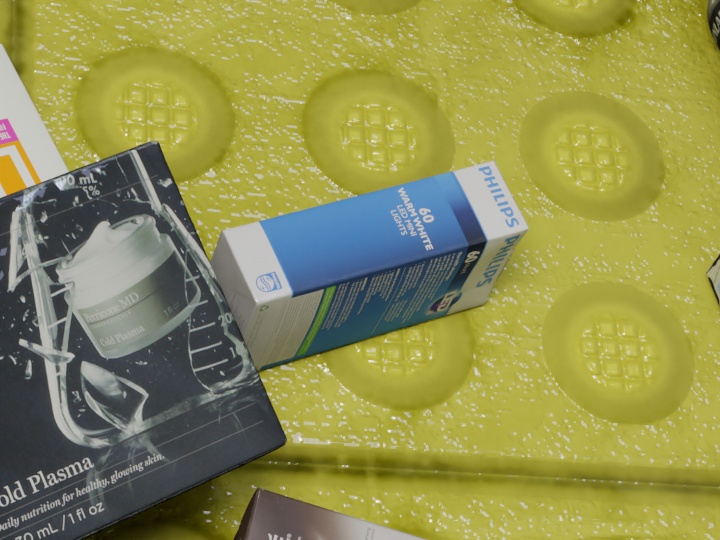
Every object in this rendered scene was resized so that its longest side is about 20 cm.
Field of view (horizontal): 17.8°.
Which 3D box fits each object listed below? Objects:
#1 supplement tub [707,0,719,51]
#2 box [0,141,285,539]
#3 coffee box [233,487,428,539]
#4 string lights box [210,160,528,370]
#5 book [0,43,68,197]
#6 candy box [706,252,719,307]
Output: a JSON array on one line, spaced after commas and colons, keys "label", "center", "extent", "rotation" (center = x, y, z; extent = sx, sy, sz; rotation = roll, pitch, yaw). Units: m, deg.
[{"label": "supplement tub", "center": [0.331, -0.160, 1.679], "extent": [0.122, 0.123, 0.201], "rotation": [-10, 63, -22]}, {"label": "box", "center": [-0.183, 0.058, 1.348], "extent": [0.199, 0.124, 0.197], "rotation": [-24, 88, -27]}, {"label": "coffee box", "center": [0.011, 0.221, 1.375], "extent": [0.199, 0.080, 0.113], "rotation": [17, 58, -6]}, {"label": "string lights box", "center": [0.000, 0.000, 1.492], "extent": [0.199, 0.103, 0.059], "rotation": [-16, 65, -25]}, {"label": "book", "center": [-0.254, -0.048, 1.483], "extent": [0.133, 0.048, 0.200], "rotation": [-18, 63, -27]}, {"label": "candy box", "center": [0.340, 0.063, 1.584], "extent": [0.136, 0.061, 0.201], "rotation": [-9, 62, -21]}]
